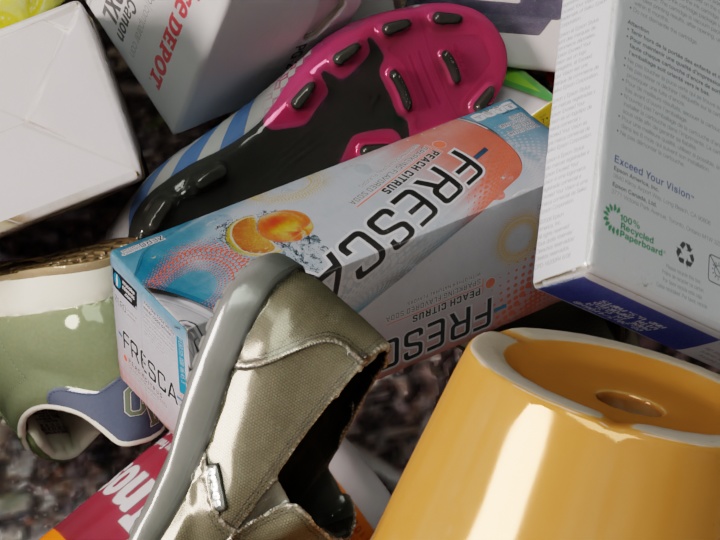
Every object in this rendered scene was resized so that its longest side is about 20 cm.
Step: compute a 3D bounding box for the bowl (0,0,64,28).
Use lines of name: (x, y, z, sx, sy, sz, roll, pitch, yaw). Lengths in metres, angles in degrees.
bowl: (-0.223, -0.190, 1.270, 0.199, 0.108, 0.201, -14, 40, 12)

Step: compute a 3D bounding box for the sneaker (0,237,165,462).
sneaker: (-0.149, 0.042, 1.163, 0.067, 0.200, 0.090, -21, 98, -36)

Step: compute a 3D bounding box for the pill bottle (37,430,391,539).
pill bottle: (-0.083, 0.142, 1.100, 0.200, 0.113, 0.113, -40, 63, -13)

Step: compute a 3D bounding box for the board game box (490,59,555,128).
board game box: (0.006, -0.042, 1.209, 0.200, 0.030, 0.096, -34, 37, -8)

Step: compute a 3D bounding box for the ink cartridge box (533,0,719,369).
ink cartridge box: (0.163, -0.056, 1.122, 0.043, 0.196, 0.201, -19, 56, 49)

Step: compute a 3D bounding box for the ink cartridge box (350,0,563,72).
ink cartridge box: (0.076, -0.165, 1.228, 0.199, 0.085, 0.145, 8, 38, 14)

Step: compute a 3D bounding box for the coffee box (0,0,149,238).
coffee box: (-0.156, -0.057, 1.166, 0.114, 0.200, 0.080, -21, 93, -2)

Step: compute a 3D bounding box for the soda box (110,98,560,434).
soda box: (0.000, 0.000, 1.085, 0.199, 0.069, 0.064, -23, 42, -26)

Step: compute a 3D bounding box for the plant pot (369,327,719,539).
plant pot: (0.078, 0.128, 0.990, 0.200, 0.200, 0.184, 19, 105, 19)

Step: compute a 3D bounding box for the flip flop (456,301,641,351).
flip flop: (0.076, 0.020, 1.165, 0.081, 0.058, 0.200, -26, 53, -5)

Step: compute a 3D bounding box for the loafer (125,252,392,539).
loafer: (-0.042, 0.096, 0.992, 0.069, 0.075, 0.201, 21, 102, 16)

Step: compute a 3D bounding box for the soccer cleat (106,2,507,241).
soccer cleat: (-0.029, -0.057, 1.173, 0.200, 0.086, 0.070, -33, 102, -15)

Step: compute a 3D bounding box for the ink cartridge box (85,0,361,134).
ink cartridge box: (-0.084, -0.182, 1.152, 0.083, 0.145, 0.200, -26, 72, -27)
